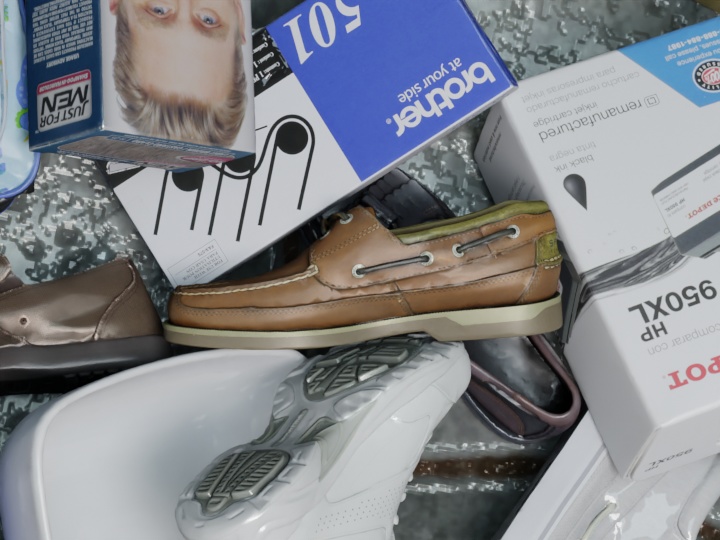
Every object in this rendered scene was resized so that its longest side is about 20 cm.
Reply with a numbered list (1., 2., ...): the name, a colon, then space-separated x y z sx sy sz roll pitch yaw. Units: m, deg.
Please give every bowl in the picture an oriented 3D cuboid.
1. bowl: -0.091 0.144 1.322 0.199 0.075 0.201 -12 89 -45

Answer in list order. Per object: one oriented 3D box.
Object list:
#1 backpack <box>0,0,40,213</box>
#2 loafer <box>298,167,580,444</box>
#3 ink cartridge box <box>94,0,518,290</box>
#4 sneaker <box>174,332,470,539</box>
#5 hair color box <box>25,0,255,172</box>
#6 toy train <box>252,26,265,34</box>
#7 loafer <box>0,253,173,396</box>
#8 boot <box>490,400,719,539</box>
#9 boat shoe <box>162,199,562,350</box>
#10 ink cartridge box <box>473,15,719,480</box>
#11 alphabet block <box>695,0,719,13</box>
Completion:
1. backpack: -0.258 -0.111 1.294 0.199 0.147 0.184 -4 84 -11
2. loafer: 0.043 0.007 1.398 0.072 0.063 0.200 -45 96 -13
3. ink cartridge box: -0.029 -0.078 1.359 0.200 0.044 0.094 -32 89 8
4. sneaker: -0.009 0.105 1.320 0.200 0.078 0.100 -40 120 -38
5. hair color box: -0.106 -0.154 1.298 0.100 0.060 0.201 6 78 -44
6. toy train: -0.097 -0.186 1.384 0.150 0.056 0.201 -11 88 -14
7. loafer: -0.195 0.027 1.344 0.200 0.073 0.071 -3 76 -18
8. boot: 0.116 0.155 1.396 0.095 0.074 0.200 35 77 1
9. boat shoe: 0.000 0.000 1.339 0.199 0.072 0.068 -5 99 -7
10. ink cartridge box: 0.166 -0.013 1.388 0.144 0.084 0.200 -19 70 -14
11. alphabet block: 0.203 -0.256 1.387 0.196 0.200 0.196 27 81 -10
